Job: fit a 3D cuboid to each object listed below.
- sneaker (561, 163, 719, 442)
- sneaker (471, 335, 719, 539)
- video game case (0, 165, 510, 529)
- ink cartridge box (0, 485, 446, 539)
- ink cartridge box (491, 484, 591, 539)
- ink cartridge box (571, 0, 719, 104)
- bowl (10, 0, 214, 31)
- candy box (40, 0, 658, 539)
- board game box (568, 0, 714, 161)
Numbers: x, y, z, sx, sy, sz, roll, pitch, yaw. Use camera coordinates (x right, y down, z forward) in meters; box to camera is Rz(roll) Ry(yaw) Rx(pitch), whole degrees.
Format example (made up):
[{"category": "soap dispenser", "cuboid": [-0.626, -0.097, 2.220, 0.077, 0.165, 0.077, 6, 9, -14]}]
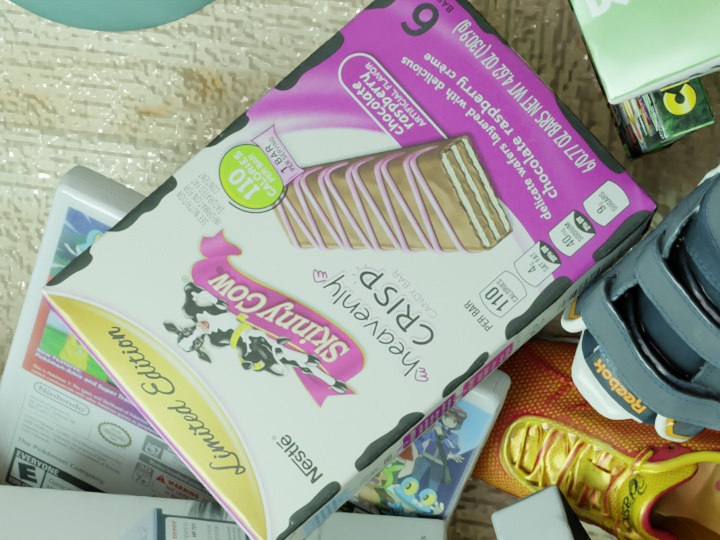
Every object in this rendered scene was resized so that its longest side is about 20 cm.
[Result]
[{"category": "sneaker", "cuboid": [0.128, 0.018, 1.051, 0.079, 0.200, 0.078, -37, 81, -12]}, {"category": "sneaker", "cuboid": [0.105, 0.074, 1.146, 0.200, 0.077, 0.073, 14, 105, 22]}, {"category": "video game case", "cuboid": [-0.055, 0.067, 1.186, 0.200, 0.023, 0.182, 27, 131, 6]}, {"category": "ink cartridge box", "cuboid": [-0.068, 0.173, 1.170, 0.200, 0.086, 0.147, 3, 127, 1]}, {"category": "ink cartridge box", "cuboid": [0.098, 0.177, 1.063, 0.037, 0.200, 0.095, -25, 124, 10]}, {"category": "ink cartridge box", "cuboid": [0.129, -0.101, 0.895, 0.104, 0.200, 0.059, -21, 90, 27]}, {"category": "bowl", "cuboid": [-0.131, -0.198, 1.192, 0.201, 0.105, 0.201, 3, 98, 22]}, {"category": "candy box", "cuboid": [-0.004, -0.004, 1.091, 0.200, 0.061, 0.136, -42, 81, -5]}, {"category": "board game box", "cuboid": [0.098, -0.096, 1.060, 0.023, 0.200, 0.105, -18, 89, 2]}]
